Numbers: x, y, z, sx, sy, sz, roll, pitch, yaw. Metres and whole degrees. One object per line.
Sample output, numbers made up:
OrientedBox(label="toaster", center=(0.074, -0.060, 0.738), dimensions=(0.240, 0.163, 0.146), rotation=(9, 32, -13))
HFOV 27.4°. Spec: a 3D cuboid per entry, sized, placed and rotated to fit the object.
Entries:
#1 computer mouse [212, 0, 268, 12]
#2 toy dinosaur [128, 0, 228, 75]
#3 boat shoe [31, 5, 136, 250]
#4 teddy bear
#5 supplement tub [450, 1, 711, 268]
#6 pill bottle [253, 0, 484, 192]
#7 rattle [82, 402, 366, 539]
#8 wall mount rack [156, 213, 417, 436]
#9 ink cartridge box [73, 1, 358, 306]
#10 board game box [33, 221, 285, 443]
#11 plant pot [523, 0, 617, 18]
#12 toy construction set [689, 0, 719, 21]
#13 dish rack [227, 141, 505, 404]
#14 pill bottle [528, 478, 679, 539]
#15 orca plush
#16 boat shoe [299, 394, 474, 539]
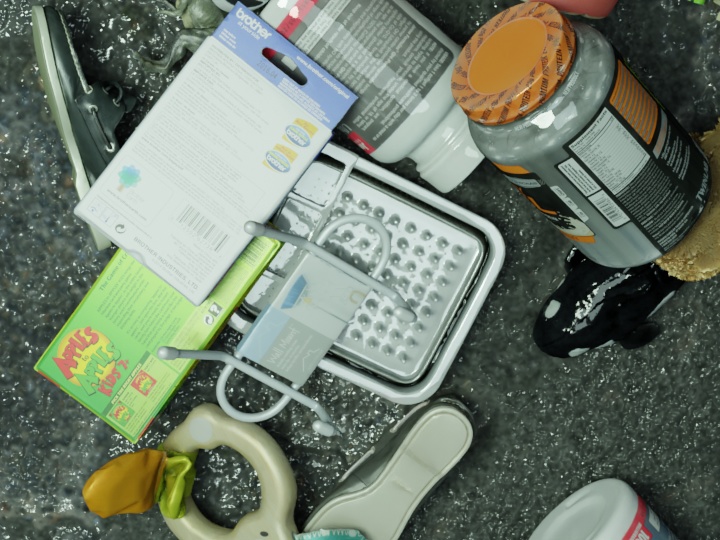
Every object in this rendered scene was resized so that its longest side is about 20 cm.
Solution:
OrientedBox(label="computer mouse", center=(-0.077, -0.297, 1.133), dimensions=(0.110, 0.044, 0.200), rotation=(8, 110, -45))
OrientedBox(label="toy dinosaur", center=(-0.125, -0.168, 1.169), dimensions=(0.088, 0.047, 0.200), rotation=(-37, 104, -1))
OrientedBox(label="boat shoe", center=(-0.205, -0.117, 1.160), dimensions=(0.066, 0.075, 0.199), rotation=(-17, 106, -12))
OrientedBox(label="teddy bear", center=(0.302, -0.073, 1.161), dimensions=(0.145, 0.067, 0.200), rotation=(7, 67, 30))
OrientedBox(label="supplement tub", center=(0.162, -0.100, 1.092), dimensions=(0.123, 0.123, 0.200), rotation=(-45, 126, 7))
OrientedBox(label="pill bottle", center=(0.015, -0.154, 1.142), dimensions=(0.200, 0.111, 0.111), rotation=(39, 98, -9))
OrientedBox(label="rattle", center=(-0.100, 0.206, 1.176), dimensions=(0.130, 0.143, 0.200), rotation=(-43, 80, 6))
OrientedBox(label="wall mount rack", center=(-0.058, 0.038, 1.137), dimensions=(0.174, 0.075, 0.200), rotation=(30, 101, -28))
OrientedBox(label="ink cartridge box", center=(-0.106, -0.086, 1.105), dimensions=(0.119, 0.042, 0.200), rotation=(38, 97, 0))
OrientedBox(label="board game box", center=(-0.157, 0.025, 1.166), dimensions=(0.102, 0.048, 0.200), rotation=(37, 99, 1))
OrientedBox(label="plant pot", center=(0.149, -0.294, 1.089), dimensions=(0.200, 0.200, 0.177), rotation=(17, 111, -5))
OrientedBox(label="toy construction set", center=(0.294, -0.274, 1.130), dimensions=(0.092, 0.131, 0.200), rotation=(12, 108, 20))
OrientedBox(label="dish rack", center=(0.000, 0.000, 1.207), dimensions=(0.200, 0.044, 0.172), rotation=(26, 99, -7))
OrientedBox(label="pill bottle", center=(0.240, 0.283, 1.235), dimensions=(0.120, 0.120, 0.200), rotation=(-42, 100, 6))
OrientedBox(label="orca plush", center=(0.236, 0.016, 1.204), dimensions=(0.200, 0.071, 0.105), rotation=(-18, 102, 2))
OrientedBox(label="boat shoe", center=(0.022, 0.183, 1.245), dimensions=(0.067, 0.057, 0.200), rotation=(43, 102, -6))
